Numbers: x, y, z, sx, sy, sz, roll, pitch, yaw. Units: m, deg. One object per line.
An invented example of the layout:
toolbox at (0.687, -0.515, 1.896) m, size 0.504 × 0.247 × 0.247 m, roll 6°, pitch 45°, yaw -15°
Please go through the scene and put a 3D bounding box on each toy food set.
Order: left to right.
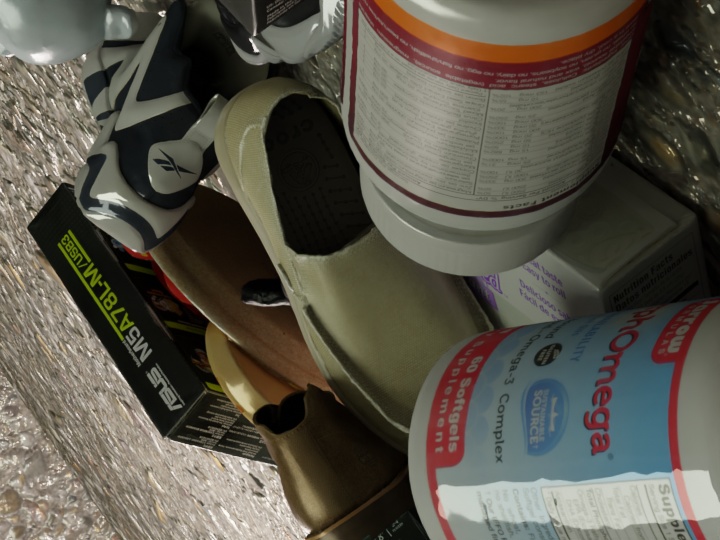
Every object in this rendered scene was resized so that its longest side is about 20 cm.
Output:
toy food set at (-0.059, 0.022, 1.262) m, size 0.200 × 0.049 × 0.198 m, roll 44°, pitch -165°, yaw 15°

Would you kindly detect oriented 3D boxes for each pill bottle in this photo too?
pill bottle at (0.047, -0.082, 0.783) m, size 0.110 × 0.110 × 0.200 m, roll 47°, pitch 162°, yaw 19°
pill bottle at (0.122, 0.066, 0.797) m, size 0.200 × 0.109 × 0.109 m, roll -11°, pitch 117°, yaw 44°

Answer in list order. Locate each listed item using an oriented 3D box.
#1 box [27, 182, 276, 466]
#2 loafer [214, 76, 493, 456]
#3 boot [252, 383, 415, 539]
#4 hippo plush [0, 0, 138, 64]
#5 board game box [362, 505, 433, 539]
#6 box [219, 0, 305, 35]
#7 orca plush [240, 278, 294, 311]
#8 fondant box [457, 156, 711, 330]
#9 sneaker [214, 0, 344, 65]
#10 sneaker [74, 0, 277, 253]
box at (-0.088, 0.042, 1.319) m, size 0.200 × 0.048 × 0.193 m, roll 20°, pitch -153°, yaw -51°
loafer at (0.000, 0.000, 0.949) m, size 0.200 × 0.076 × 0.068 m, roll 55°, pitch 171°, yaw 3°
boot at (-0.008, 0.083, 1.029) m, size 0.076 × 0.074 × 0.200 m, roll 55°, pitch -177°, yaw 1°
hippo plush at (-0.173, -0.184, 1.136) m, size 0.159 × 0.200 × 0.161 m, roll -6°, pitch 145°, yaw 36°
board game box at (0.009, 0.140, 0.952) m, size 0.028 × 0.135 × 0.200 m, roll 51°, pitch -164°, yaw 9°
box at (-0.040, -0.212, 0.737) m, size 0.149 × 0.124 × 0.200 m, roll 47°, pitch 162°, yaw 21°
orca plush at (-0.034, -0.013, 1.104) m, size 0.200 × 0.071 × 0.105 m, roll -108°, pitch -3°, yaw -61°
fondant box at (0.097, 0.023, 0.962) m, size 0.144 × 0.058 × 0.200 m, roll 40°, pitch 158°, yaw 41°
sneaker at (-0.041, -0.154, 0.941) m, size 0.114 × 0.075 × 0.200 m, roll 54°, pitch 166°, yaw -12°
sneaker at (-0.095, -0.113, 1.199) m, size 0.079 × 0.130 × 0.199 m, roll 38°, pitch -152°, yaw -18°
